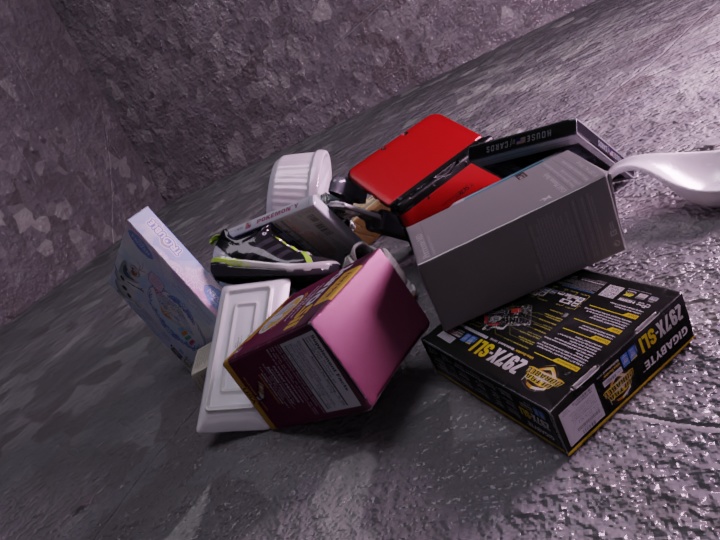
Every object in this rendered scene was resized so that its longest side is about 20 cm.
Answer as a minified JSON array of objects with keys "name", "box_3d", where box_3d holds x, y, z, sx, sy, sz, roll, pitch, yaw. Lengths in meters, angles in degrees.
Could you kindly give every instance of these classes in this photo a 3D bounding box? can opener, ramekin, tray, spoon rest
[{"name":"can opener","box_3d":[0.035,-0.092,0.886,0.195,0.069,0.053,12,-4,-35]},{"name":"ramekin","box_3d":[-0.109,-0.116,1.044,0.091,0.209,0.204,5,25,3]},{"name":"tray","box_3d":[-0.149,0.099,0.727,0.104,0.022,0.206,-7,58,14]},{"name":"spoon rest","box_3d":[0.362,-0.106,0.663,0.197,0.062,0.099,-4,31,50]}]

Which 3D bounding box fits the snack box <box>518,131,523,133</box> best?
[{"name":"snack box","box_3d":[0.216,-0.166,1.005,0.139,0.054,0.201,-16,24,33]}]

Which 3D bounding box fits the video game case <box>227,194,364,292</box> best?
[{"name":"video game case","box_3d":[-0.089,-0.034,0.914,0.177,0.199,0.024,-17,57,26]}]

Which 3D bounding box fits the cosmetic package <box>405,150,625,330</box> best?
[{"name":"cosmetic package","box_3d":[0.151,-0.033,0.588,0.195,0.092,0.107,-23,23,5]}]

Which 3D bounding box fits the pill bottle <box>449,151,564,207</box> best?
[{"name":"pill bottle","box_3d":[0.178,-0.052,0.699,0.195,0.113,0.111,-25,20,8]}]

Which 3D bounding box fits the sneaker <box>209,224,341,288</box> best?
[{"name":"sneaker","box_3d":[-0.122,-0.026,0.811,0.192,0.086,0.072,3,-15,2]}]

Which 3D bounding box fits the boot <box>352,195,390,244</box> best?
[{"name":"boot","box_3d":[0.031,-0.123,1.120,0.198,0.074,0.155,-39,21,-9]}]

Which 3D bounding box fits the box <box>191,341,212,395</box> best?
[{"name":"box","box_3d":[-0.128,0.105,0.789,0.195,0.070,0.082,-27,20,1]}]

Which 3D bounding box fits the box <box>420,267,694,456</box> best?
[{"name":"box","box_3d":[0.169,0.062,0.534,0.158,0.050,0.199,-37,22,-15]}]

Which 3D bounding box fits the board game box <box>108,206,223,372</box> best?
[{"name":"board game box","box_3d":[-0.285,0.038,0.868,0.043,0.201,0.199,-44,2,-39]}]

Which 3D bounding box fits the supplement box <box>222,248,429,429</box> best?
[{"name":"supplement box","box_3d":[-0.042,0.081,0.624,0.198,0.104,0.131,-27,14,48]}]

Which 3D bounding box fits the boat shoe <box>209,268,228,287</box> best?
[{"name":"boat shoe","box_3d":[-0.252,0.043,1.036,0.073,0.204,0.067,35,17,28]}]

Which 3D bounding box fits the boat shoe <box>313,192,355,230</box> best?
[{"name":"boat shoe","box_3d":[-0.037,-0.063,0.965,0.060,0.201,0.075,-10,63,1]}]

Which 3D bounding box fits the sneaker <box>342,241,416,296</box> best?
[{"name":"sneaker","box_3d":[0.000,0.000,0.836,0.075,0.094,0.197,-37,22,-29]}]

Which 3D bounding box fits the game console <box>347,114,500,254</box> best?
[{"name":"game console","box_3d":[0.109,-0.119,0.860,0.198,0.176,0.118,-36,21,-21]}]

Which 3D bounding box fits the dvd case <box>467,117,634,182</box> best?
[{"name":"dvd case","box_3d":[0.256,-0.143,0.765,0.147,0.026,0.196,-7,-14,43]}]
